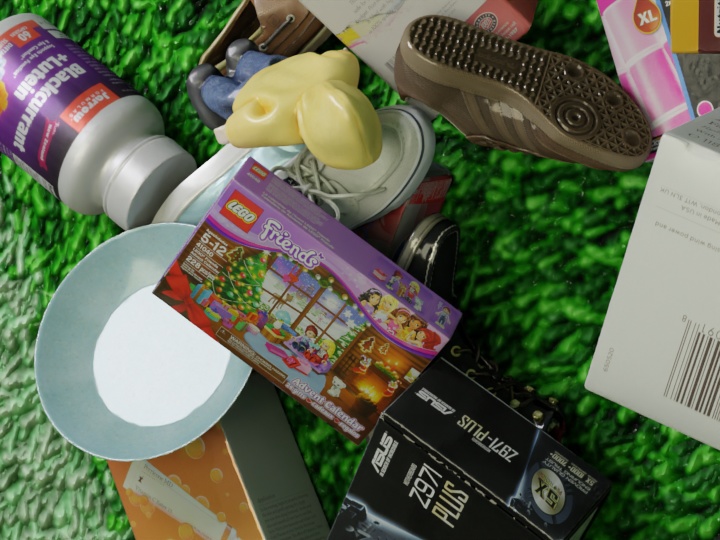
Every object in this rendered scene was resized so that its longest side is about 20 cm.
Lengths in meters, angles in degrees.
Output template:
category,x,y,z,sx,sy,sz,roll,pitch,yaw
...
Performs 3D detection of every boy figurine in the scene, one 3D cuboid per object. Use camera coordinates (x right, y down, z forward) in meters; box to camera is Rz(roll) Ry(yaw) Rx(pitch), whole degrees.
category,x,y,z,sx,sy,sz,roll,pitch,yaw
boy figurine,-0.046,-0.127,1.690,0.199,0.124,0.065,22,142,51

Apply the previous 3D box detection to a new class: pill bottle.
category,x,y,z,sx,sy,sz,roll,pitch,yaw
pill bottle,-0.234,-0.117,1.890,0.200,0.111,0.112,37,113,22

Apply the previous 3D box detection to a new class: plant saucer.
category,x,y,z,sx,sy,sz,roll,pitch,yaw
plant saucer,-0.163,0.061,1.808,0.199,0.039,0.203,-9,64,19

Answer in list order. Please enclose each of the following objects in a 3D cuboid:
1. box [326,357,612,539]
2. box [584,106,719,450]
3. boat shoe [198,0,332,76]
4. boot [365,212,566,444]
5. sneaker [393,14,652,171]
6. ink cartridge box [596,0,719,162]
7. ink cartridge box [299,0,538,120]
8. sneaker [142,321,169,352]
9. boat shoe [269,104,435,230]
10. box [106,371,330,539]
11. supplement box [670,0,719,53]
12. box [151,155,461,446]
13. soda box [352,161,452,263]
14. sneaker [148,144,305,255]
category,x,y,z,sx,sy,sz,roll,pitch,yaw
box,0.073,0.195,1.705,0.163,0.086,0.201,36,134,14
box,0.288,0.018,1.560,0.198,0.130,0.202,24,113,21
boat shoe,-0.059,-0.208,1.783,0.201,0.068,0.072,-57,27,22
boot,0.090,0.070,1.737,0.153,0.073,0.205,22,115,26
sneaker,0.118,-0.120,1.664,0.199,0.071,0.076,28,147,6
ink cartridge box,0.224,-0.187,1.650,0.094,0.037,0.202,-18,84,31
ink cartridge box,0.023,-0.225,1.697,0.200,0.068,0.116,42,117,-13
sneaker,-0.136,0.053,1.865,0.199,0.085,0.078,-28,82,31
boat shoe,-0.037,-0.061,1.718,0.201,0.086,0.075,-29,79,31
box,-0.110,0.201,1.860,0.124,0.097,0.201,-26,82,30
supplement box,0.329,-0.210,1.486,0.198,0.197,0.134,4,98,30
box,-0.042,0.025,1.702,0.199,0.039,0.137,36,127,-4
soda box,0.000,0.000,1.789,0.070,0.063,0.201,30,110,26
sneaker,-0.097,-0.049,1.837,0.200,0.074,0.082,-44,70,28
